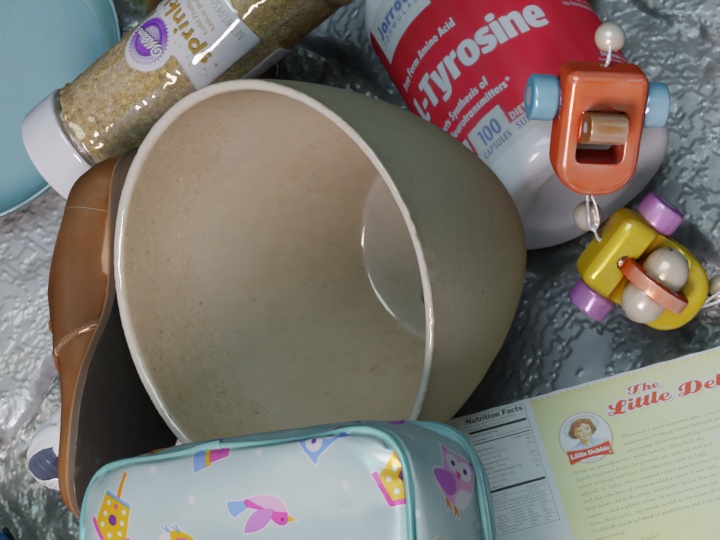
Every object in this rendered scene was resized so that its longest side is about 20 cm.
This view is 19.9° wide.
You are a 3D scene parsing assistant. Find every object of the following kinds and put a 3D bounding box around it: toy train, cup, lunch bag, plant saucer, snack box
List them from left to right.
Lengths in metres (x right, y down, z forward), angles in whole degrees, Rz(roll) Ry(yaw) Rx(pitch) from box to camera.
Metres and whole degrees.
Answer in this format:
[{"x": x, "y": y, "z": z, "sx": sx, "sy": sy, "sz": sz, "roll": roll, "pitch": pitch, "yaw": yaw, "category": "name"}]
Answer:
[{"x": -0.234, "y": -0.112, "z": 1.239, "sx": 0.199, "sy": 0.027, "sz": 0.201, "roll": -6, "pitch": 66, "yaw": 14, "category": "plant saucer"}, {"x": -0.033, "y": 0.151, "z": 0.896, "sx": 0.200, "sy": 0.077, "sz": 0.161, "roll": -12, "pitch": 83, "yaw": 36, "category": "lunch bag"}, {"x": 0.000, "y": 0.000, "z": 0.996, "sx": 0.200, "sy": 0.143, "sz": 0.201, "roll": 11, "pitch": 107, "yaw": 39, "category": "cup"}, {"x": 0.129, "y": 0.108, "z": 1.000, "sx": 0.199, "sy": 0.037, "sz": 0.116, "roll": -15, "pitch": 51, "yaw": 1, "category": "snack box"}, {"x": 0.174, "y": -0.035, "z": 1.000, "sx": 0.199, "sy": 0.056, "sz": 0.151, "roll": 7, "pitch": 111, "yaw": -10, "category": "toy train"}]

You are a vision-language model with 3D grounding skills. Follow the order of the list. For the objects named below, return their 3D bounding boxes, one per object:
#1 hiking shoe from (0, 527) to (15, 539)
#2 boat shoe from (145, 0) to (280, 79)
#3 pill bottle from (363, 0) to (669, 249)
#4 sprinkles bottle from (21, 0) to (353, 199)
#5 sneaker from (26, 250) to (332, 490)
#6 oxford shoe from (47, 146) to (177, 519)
[{"x": -0.212, "y": 0.181, "z": 1.095, "sx": 0.199, "sy": 0.074, "sz": 0.087, "roll": 6, "pitch": 57, "yaw": 13, "category": "hiking shoe"}, {"x": -0.098, "y": -0.187, "z": 1.202, "sx": 0.070, "sy": 0.070, "sz": 0.200, "roll": -44, "pitch": 71, "yaw": 45, "category": "boat shoe"}, {"x": 0.071, "y": -0.119, "z": 1.099, "sx": 0.112, "sy": 0.112, "sz": 0.200, "roll": -31, "pitch": 63, "yaw": 3, "category": "pill bottle"}, {"x": -0.095, "y": -0.116, "z": 1.121, "sx": 0.200, "sy": 0.068, "sz": 0.068, "roll": -37, "pitch": 61, "yaw": 19, "category": "sprinkles bottle"}, {"x": -0.118, "y": 0.021, "z": 1.122, "sx": 0.199, "sy": 0.079, "sz": 0.130, "roll": -42, "pitch": 57, "yaw": 3, "category": "sneaker"}, {"x": -0.130, "y": 0.036, "z": 1.047, "sx": 0.071, "sy": 0.071, "sz": 0.201, "roll": -12, "pitch": 62, "yaw": 36, "category": "oxford shoe"}]
